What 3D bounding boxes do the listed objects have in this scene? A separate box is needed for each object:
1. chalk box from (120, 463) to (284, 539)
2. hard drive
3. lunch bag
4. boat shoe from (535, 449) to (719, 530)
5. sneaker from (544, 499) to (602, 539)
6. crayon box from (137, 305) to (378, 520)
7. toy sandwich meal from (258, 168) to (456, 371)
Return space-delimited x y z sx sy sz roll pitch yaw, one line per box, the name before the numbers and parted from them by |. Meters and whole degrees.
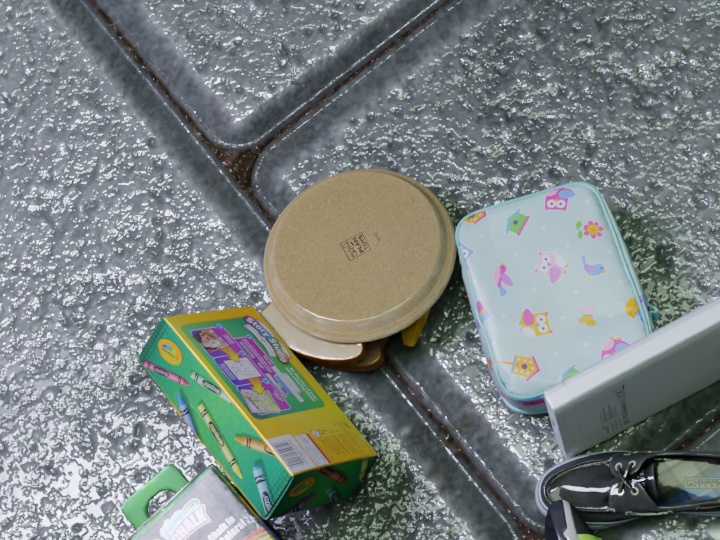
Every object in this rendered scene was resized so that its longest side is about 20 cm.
chalk box | -0.126 0.262 1.507 0.125 0.124 0.200 -41 66 -6
hard drive | 0.256 0.089 1.496 0.199 0.132 0.027 -27 62 -1
lunch bag | 0.181 0.028 1.566 0.159 0.077 0.201 -17 67 2
boat shoe | 0.250 0.184 1.501 0.198 0.057 0.069 -5 68 9
sneaker | 0.226 0.281 1.470 0.082 0.072 0.201 -22 72 -12
crayon box | -0.091 0.121 1.529 0.200 0.118 0.058 48 120 26
toy sandwich meal | 0.000 0.000 1.621 0.203 0.070 0.207 -5 60 9
